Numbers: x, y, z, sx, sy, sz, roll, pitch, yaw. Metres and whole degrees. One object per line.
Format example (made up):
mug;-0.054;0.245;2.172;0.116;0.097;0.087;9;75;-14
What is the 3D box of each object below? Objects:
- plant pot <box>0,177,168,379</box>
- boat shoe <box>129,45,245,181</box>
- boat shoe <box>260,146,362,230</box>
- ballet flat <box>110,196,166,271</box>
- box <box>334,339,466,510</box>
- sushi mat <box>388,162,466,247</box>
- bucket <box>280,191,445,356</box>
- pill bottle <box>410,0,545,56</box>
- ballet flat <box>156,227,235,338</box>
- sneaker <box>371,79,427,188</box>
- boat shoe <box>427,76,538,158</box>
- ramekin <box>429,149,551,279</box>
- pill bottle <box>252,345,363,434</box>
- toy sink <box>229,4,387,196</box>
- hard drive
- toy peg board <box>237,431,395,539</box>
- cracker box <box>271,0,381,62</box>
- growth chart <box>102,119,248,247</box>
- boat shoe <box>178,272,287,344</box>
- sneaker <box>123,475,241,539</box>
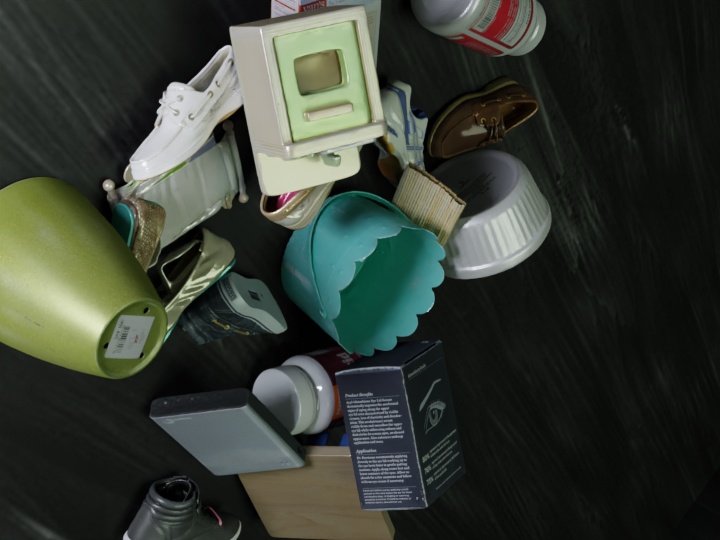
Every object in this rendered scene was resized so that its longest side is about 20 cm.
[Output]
plant pot;-0.301;0.028;1.413;0.187;0.200;0.188;-31;137;-33
boat shoe;-0.198;-0.180;1.503;0.200;0.071;0.069;-51;127;-32
boat shoe;-0.056;-0.140;1.606;0.069;0.074;0.201;10;111;-56
ballet flat;-0.266;0.007;1.544;0.065;0.070;0.201;-8;130;-45
box;0.057;0.210;1.837;0.148;0.104;0.201;-23;103;-62
sushi mat;0.081;-0.067;1.845;0.012;0.096;0.200;-47;169;-30
bucket;0.000;0.000;1.818;0.207;0.135;0.208;-30;137;-33
pill bottle;0.163;-0.349;1.780;0.200;0.112;0.113;9;108;-54
ballet flat;-0.236;0.028;1.625;0.200;0.069;0.070;-50;145;-16
sneaker;0.066;-0.174;1.826;0.088;0.075;0.200;-48;145;-15
boat shoe;0.179;-0.217;1.939;0.200;0.067;0.072;-33;138;-32
ramekin;0.167;-0.089;1.921;0.202;0.202;0.094;-42;129;-22
pill bottle;-0.051;0.169;1.906;0.199;0.114;0.115;-11;124;-48
toy sink;-0.053;-0.186;1.500;0.130;0.112;0.201;-15;106;-22
hard drive;-0.174;0.216;1.783;0.200;0.139;0.033;56;31;-53
toy peg board;-0.060;0.294;1.950;0.098;0.199;0.200;-71;151;-43
cracker box;-0.044;-0.265;1.633;0.134;0.058;0.201;-24;134;-36
growth chart;-0.214;-0.098;1.586;0.200;0.018;0.145;-33;138;-32
boat shoe;-0.166;0.056;1.730;0.091;0.071;0.200;-29;161;9
sneaker;-0.227;0.335;1.850;0.199;0.071;0.100;5;117;-48
